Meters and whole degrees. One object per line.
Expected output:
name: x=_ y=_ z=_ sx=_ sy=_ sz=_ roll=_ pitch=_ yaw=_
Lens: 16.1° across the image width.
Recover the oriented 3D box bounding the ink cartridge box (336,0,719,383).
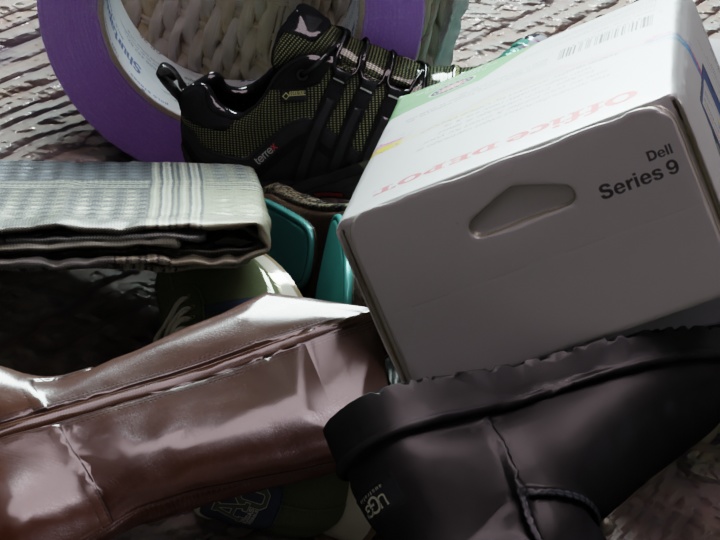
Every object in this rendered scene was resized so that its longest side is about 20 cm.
ink cartridge box: x=0.082 y=-0.036 z=1.062 sx=0.145 sy=0.088 sz=0.200 roll=-21 pitch=12 yaw=14

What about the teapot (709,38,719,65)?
teapot: x=0.165 y=-0.003 z=1.217 sx=0.197 sy=0.200 sz=0.147 roll=25 pitch=38 yaw=-22

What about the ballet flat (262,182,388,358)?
ballet flat: x=0.000 y=0.000 z=1.190 sx=0.075 sy=0.068 sz=0.200 roll=6 pitch=11 yaw=-19

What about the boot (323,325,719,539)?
boot: x=0.086 y=0.114 z=0.965 sx=0.197 sy=0.073 sz=0.163 roll=-10 pitch=69 yaw=-32

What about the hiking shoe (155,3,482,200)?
hiking shoe: x=-0.001 y=-0.086 z=1.279 sx=0.199 sy=0.101 sz=0.076 roll=-15 pitch=26 yaw=9

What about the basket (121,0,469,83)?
basket: x=-0.047 y=-0.210 z=1.463 sx=0.198 sy=0.201 sz=0.160 roll=34 pitch=33 yaw=33

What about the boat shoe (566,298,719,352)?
boat shoe: x=0.130 y=0.021 z=1.132 sx=0.199 sy=0.069 sz=0.057 roll=-7 pitch=23 yaw=12

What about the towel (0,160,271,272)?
towel: x=-0.137 y=-0.021 z=1.148 sx=0.191 sy=0.035 sz=0.200 roll=0 pitch=10 yaw=-4

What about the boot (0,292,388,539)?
boot: x=-0.099 y=0.037 z=1.024 sx=0.199 sy=0.064 sz=0.187 roll=-23 pitch=54 yaw=-15

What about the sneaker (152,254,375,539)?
sneaker: x=-0.066 y=0.044 z=1.104 sx=0.089 sy=0.067 sz=0.200 roll=4 pitch=31 yaw=-32

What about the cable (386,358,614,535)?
cable: x=0.017 y=0.083 z=1.134 sx=0.097 sy=0.051 sz=0.200 roll=-14 pitch=26 yaw=-31

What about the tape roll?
tape roll: x=-0.066 y=-0.149 z=1.328 sx=0.199 sy=0.201 sz=0.066 roll=14 pitch=27 yaw=-6

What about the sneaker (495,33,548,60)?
sneaker: x=0.086 y=-0.062 z=1.422 sx=0.087 sy=0.075 sz=0.200 roll=39 pitch=36 yaw=3
